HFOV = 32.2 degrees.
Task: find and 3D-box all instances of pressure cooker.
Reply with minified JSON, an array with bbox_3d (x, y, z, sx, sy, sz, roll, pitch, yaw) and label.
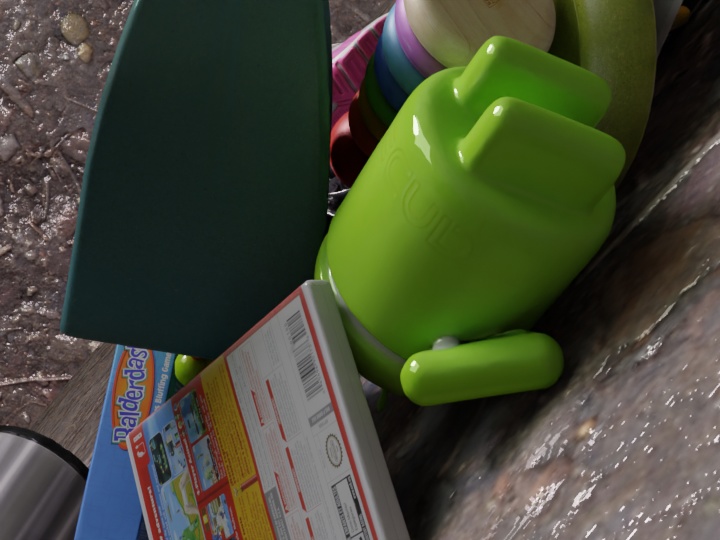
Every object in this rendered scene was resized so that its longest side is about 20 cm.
[{"bbox_3d":[-0.331,0.259,1.099,0.201,0.176,0.178,-64,-12,-51],"label":"pressure cooker"}]

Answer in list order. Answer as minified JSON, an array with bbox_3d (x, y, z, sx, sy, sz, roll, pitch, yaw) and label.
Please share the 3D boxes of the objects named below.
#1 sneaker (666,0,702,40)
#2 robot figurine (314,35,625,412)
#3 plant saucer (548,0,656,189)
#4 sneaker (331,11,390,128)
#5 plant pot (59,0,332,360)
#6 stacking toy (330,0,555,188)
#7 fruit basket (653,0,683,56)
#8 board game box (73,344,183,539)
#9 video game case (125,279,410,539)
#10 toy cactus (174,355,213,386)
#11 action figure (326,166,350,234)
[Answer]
[{"bbox_3d":[0.212,-0.218,0.821,0.082,0.077,0.202,-23,38,58],"label":"sneaker"},{"bbox_3d":[0.048,-0.017,0.620,0.177,0.114,0.201,-93,27,-42],"label":"robot figurine"},{"bbox_3d":[0.089,-0.122,0.714,0.031,0.203,0.199,-6,-14,-30],"label":"plant saucer"},{"bbox_3d":[0.000,-0.151,0.984,0.198,0.082,0.088,-28,21,10],"label":"sneaker"},{"bbox_3d":[-0.078,-0.073,0.702,0.142,0.139,0.203,-91,11,-66],"label":"plant pot"},{"bbox_3d":[0.033,-0.101,0.718,0.086,0.085,0.200,-55,3,-30],"label":"stacking toy"},{"bbox_3d":[0.121,-0.164,0.744,0.202,0.093,0.185,-64,33,13],"label":"fruit basket"},{"bbox_3d":[-0.146,0.101,0.887,0.152,0.044,0.203,89,-169,-75],"label":"board game box"},{"bbox_3d":[-0.056,0.115,0.650,0.017,0.145,0.200,0,-28,-40],"label":"video game case"},{"bbox_3d":[-0.055,0.079,0.841,0.164,0.102,0.202,-28,-32,-41],"label":"toy cactus"},{"bbox_3d":[-0.058,-0.032,0.872,0.199,0.101,0.121,-22,56,64],"label":"action figure"}]
